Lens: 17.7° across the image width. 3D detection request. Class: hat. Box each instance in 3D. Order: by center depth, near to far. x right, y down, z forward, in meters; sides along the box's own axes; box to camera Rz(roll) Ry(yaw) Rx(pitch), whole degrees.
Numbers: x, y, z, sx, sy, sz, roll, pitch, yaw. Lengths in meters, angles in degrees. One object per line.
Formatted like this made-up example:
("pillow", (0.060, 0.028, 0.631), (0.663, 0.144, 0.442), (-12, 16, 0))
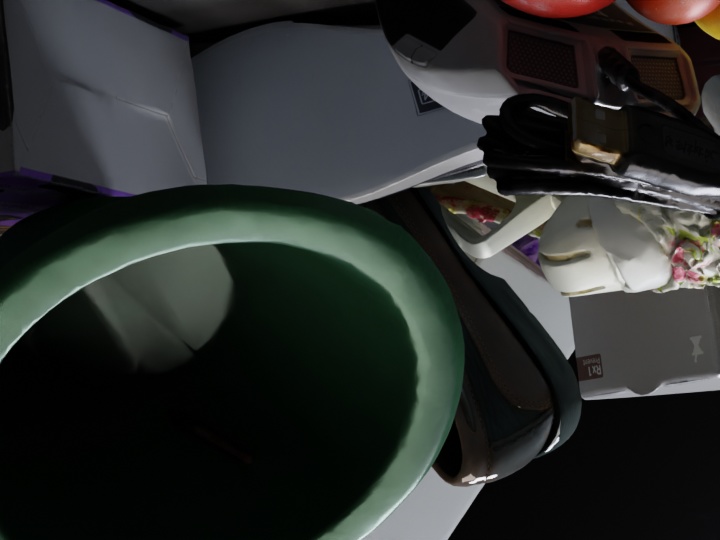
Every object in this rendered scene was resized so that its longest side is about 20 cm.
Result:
("hat", (-0.087, -0.002, 0.758), (0.199, 0.167, 0.176), (-3, -145, -20))

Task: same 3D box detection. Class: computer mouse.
("computer mouse", (0.056, -0.051, 0.646), (0.109, 0.044, 0.200), (6, -159, -23))

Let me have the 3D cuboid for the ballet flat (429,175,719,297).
("ballet flat", (0.074, -0.024, 0.901), (0.199, 0.064, 0.076), (22, 152, 39))

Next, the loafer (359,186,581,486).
("loafer", (0.000, 0.000, 0.895), (0.063, 0.200, 0.072), (-29, 157, -41))

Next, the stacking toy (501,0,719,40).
("stacking toy", (0.121, -0.092, 0.637), (0.199, 0.086, 0.085), (1, 172, -24))

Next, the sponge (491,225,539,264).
("sponge", (0.102, -0.018, 1.221), (0.199, 0.030, 0.111), (-34, -172, -24))

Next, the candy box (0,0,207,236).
("candy box", (-0.173, -0.042, 0.784), (0.199, 0.072, 0.168), (-9, 174, 16))

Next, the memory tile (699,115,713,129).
("memory tile", (0.198, -0.051, 0.944), (0.199, 0.017, 0.153), (-4, 174, -25))

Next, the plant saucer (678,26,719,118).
("plant saucer", (0.132, -0.069, 1.025), (0.199, 0.051, 0.201), (-6, 175, -1))

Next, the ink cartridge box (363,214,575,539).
("ink cartridge box", (-0.005, 0.057, 1.059), (0.083, 0.201, 0.146), (32, -176, -36))

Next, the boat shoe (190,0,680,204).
("boat shoe", (0.021, -0.064, 0.863), (0.199, 0.072, 0.068), (-15, 172, 8))

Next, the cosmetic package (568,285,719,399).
("cosmetic package", (0.196, 0.004, 0.996), (0.199, 0.091, 0.107), (-1, 172, -30))

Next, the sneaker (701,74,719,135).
("sneaker", (0.195, -0.085, 0.767), (0.198, 0.080, 0.130), (-32, 138, 8))
